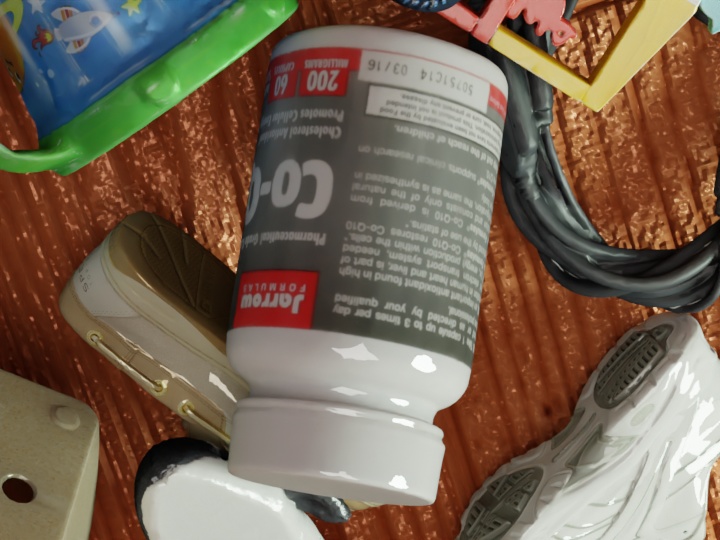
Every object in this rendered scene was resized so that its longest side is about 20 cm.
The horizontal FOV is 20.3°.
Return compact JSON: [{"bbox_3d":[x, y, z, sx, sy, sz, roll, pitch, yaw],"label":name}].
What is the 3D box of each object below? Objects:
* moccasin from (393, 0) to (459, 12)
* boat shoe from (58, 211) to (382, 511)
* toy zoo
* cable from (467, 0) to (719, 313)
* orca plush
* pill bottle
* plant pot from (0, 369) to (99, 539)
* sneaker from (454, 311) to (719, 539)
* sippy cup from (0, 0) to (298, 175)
[{"bbox_3d":[0.035,-0.209,0.854,0.080,0.068,0.201,7,106,1],"label":"moccasin"},{"bbox_3d":[-0.064,0.054,0.989,0.069,0.074,0.200,-34,113,29],"label":"boat shoe"},{"bbox_3d":[0.085,-0.163,0.913,0.199,0.020,0.132,31,105,-7],"label":"toy zoo"},{"bbox_3d":[0.144,-0.077,0.982,0.162,0.051,0.201,-19,101,-4],"label":"cable"},{"bbox_3d":[-0.043,0.132,1.008,0.199,0.071,0.105,28,112,-32],"label":"orca plush"},{"bbox_3d":[0.000,0.000,0.917,0.113,0.114,0.201,10,79,-7],"label":"pill bottle"},{"bbox_3d":[-0.217,0.138,0.899,0.199,0.200,0.178,23,125,-10],"label":"plant pot"},{"bbox_3d":[0.126,0.122,1.015,0.099,0.078,0.200,41,100,-18],"label":"sneaker"},{"bbox_3d":[-0.117,-0.133,0.899,0.139,0.178,0.131,-29,101,28],"label":"sippy cup"}]
